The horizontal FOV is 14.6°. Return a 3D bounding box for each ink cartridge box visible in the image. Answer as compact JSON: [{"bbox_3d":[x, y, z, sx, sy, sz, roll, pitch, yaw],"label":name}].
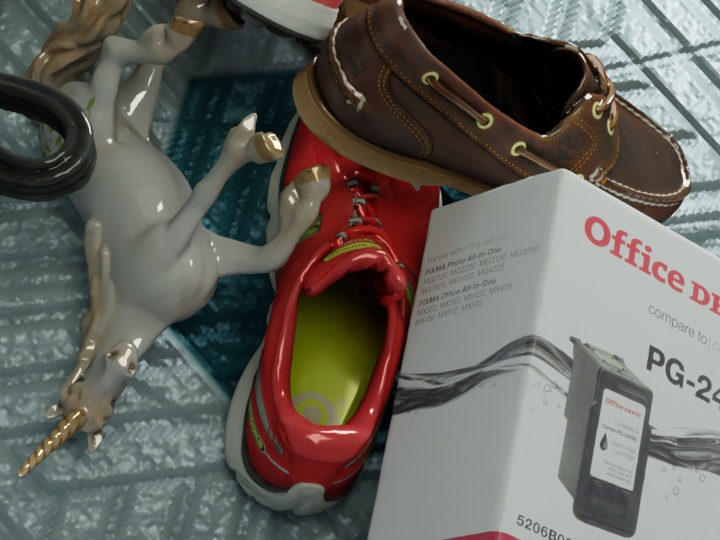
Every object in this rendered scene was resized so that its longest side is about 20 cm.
[{"bbox_3d":[0.088,0.081,1.102,0.145,0.083,0.201,28,61,-31],"label":"ink cartridge box"}]

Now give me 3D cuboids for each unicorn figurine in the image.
[{"bbox_3d":[-0.085,-0.023,1.121,0.074,0.137,0.201,28,31,-44],"label":"unicorn figurine"}]

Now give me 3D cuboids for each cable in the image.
[{"bbox_3d":[-0.197,-0.072,1.117,0.199,0.050,0.098,11,54,2],"label":"cable"}]

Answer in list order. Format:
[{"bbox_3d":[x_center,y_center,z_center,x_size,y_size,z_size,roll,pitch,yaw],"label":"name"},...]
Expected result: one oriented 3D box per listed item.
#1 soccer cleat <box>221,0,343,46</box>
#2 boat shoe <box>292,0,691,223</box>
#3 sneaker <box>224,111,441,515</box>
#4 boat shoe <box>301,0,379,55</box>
[{"bbox_3d":[-0.067,-0.169,1.158,0.200,0.068,0.073,41,105,34],"label":"soccer cleat"},{"bbox_3d":[0.069,-0.062,1.149,0.199,0.070,0.071,14,46,-40],"label":"boat shoe"},{"bbox_3d":[0.000,0.000,1.135,0.077,0.085,0.201,13,66,-10],"label":"sneaker"},{"bbox_3d":[-0.033,-0.184,1.206,0.076,0.074,0.200,-34,81,-24],"label":"boat shoe"}]
